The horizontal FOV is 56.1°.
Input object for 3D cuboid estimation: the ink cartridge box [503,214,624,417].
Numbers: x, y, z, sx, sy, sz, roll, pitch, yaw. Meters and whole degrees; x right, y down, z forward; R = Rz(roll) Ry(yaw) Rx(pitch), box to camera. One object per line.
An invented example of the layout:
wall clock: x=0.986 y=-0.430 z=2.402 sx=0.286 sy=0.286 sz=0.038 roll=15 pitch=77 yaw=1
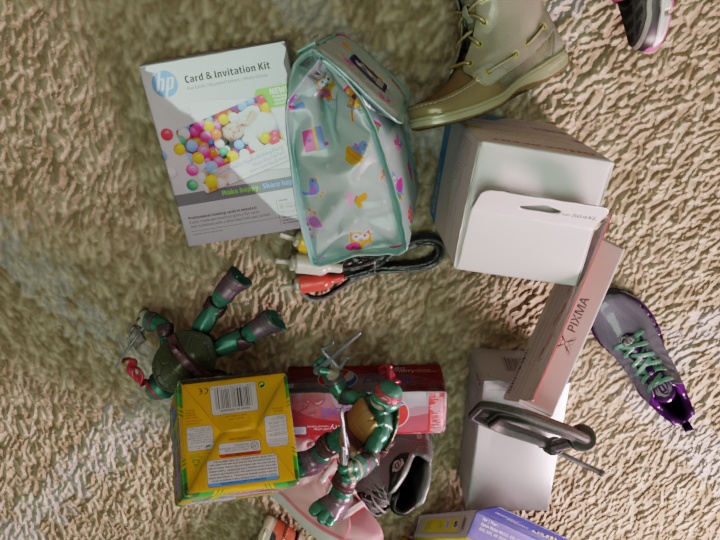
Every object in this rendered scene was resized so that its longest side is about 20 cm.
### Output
ink cartridge box: x=0.222 y=0.056 z=0.719 sx=0.045 sy=0.176 sz=0.201 roll=25 pitch=83 yaw=7

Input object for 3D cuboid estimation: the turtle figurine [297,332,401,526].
turtle figurine: x=-0.009 y=0.177 z=0.747 sx=0.100 sy=0.150 sz=0.201 roll=14 pitch=120 yaw=-24

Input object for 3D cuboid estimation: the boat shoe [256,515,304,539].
boat shoe: x=-0.159 y=0.430 z=0.958 sx=0.062 sy=0.071 sz=0.200 roll=35 pitch=106 yaw=-9

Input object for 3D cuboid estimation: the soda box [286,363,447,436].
soda box: x=0.006 y=0.162 z=0.850 sx=0.199 sy=0.070 sz=0.064 roll=0 pitch=111 yaw=-1

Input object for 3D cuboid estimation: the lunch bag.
lunch bag: x=-0.010 y=-0.132 z=0.672 sx=0.121 sy=0.171 sz=0.201 roll=-8 pitch=113 yaw=13

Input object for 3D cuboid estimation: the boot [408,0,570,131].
boot: x=0.108 y=-0.236 z=0.660 sx=0.200 sy=0.072 sz=0.155 roll=-31 pitch=111 yaw=-21

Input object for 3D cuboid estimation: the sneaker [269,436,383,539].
sneaker: x=-0.045 y=0.265 z=0.856 sx=0.200 sy=0.075 sz=0.105 roll=29 pitch=104 yaw=26

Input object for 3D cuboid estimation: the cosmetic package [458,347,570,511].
cosmetic package: x=0.192 y=0.207 z=0.870 sx=0.112 sy=0.081 sz=0.201 roll=3 pitch=114 yaw=-3

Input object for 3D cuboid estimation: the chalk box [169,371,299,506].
chalk box: x=-0.157 y=0.206 z=0.798 sx=0.124 sy=0.124 sz=0.200 roll=-3 pitch=159 yaw=-18

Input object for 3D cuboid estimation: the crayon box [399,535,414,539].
crayon box: x=0.127 y=0.427 z=0.932 sx=0.199 sy=0.126 sz=0.052 roll=25 pitch=77 yaw=-12

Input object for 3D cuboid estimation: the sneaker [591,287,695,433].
sneaker: x=0.353 y=0.108 z=0.828 sx=0.074 sy=0.088 sz=0.200 roll=-37 pitch=109 yaw=13

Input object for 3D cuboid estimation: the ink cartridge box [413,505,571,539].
ink cartridge box: x=0.201 y=0.372 z=0.897 sx=0.197 sy=0.047 sz=0.200 roll=28 pitch=153 yaw=-11

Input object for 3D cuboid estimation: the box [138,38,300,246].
box: x=-0.135 y=-0.136 z=0.738 sx=0.155 sy=0.041 sz=0.201 roll=-9 pitch=112 yaw=2

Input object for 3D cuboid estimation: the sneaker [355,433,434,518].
sneaker: x=0.029 y=0.289 z=0.879 sx=0.075 sy=0.116 sz=0.200 roll=28 pitch=109 yaw=-13

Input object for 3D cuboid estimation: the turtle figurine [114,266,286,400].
turtle figurine: x=-0.195 y=0.096 z=0.807 sx=0.200 sy=0.101 sz=0.150 roll=-39 pitch=108 yaw=8

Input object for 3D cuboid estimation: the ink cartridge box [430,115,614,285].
ink cartridge box: x=0.153 y=-0.077 z=0.684 sx=0.128 sy=0.200 sz=0.126 roll=7 pitch=112 yaw=-4

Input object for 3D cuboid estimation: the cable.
cable: x=0.000 y=0.000 z=0.793 sx=0.199 sy=0.050 sz=0.098 roll=3 pitch=116 yaw=-2

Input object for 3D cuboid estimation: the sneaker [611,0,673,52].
sneaker: x=0.243 y=-0.308 z=0.661 sx=0.087 sy=0.074 sz=0.201 roll=-17 pitch=107 yaw=5

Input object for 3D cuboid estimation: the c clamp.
c clamp: x=0.201 y=0.178 z=0.739 sx=0.170 sy=0.200 sz=0.027 roll=18 pitch=75 yaw=15
